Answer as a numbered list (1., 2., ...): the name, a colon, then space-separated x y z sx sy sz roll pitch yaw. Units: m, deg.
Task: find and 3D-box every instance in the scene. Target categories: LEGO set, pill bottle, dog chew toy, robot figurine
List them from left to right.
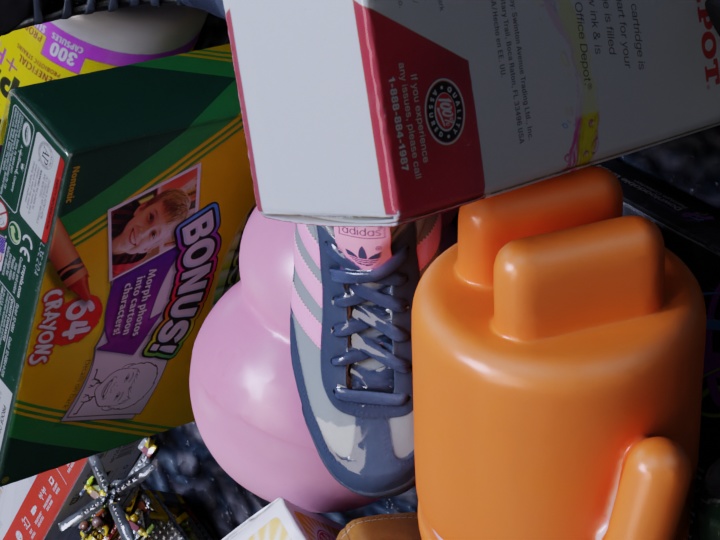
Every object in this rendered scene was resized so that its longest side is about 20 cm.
1. pill bottle: -0.155 -0.088 1.109 0.104 0.104 0.201 49 134 23
2. LEGO set: -0.123 0.203 1.138 0.153 0.116 0.201 -39 64 16
3. dog chew toy: -0.006 0.009 0.977 0.124 0.124 0.202 34 118 35
4. robot figurine: 0.077 0.061 0.837 0.143 0.117 0.202 19 129 28

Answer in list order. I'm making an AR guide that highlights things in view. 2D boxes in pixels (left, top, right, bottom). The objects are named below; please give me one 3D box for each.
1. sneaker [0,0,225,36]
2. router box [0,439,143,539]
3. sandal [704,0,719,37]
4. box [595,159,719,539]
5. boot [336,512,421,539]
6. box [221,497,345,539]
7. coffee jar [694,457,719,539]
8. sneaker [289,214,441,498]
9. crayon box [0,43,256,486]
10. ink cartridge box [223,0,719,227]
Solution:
1. sneaker: -0.097 -0.138 0.959 0.146 0.202 0.077 33 141 31
2. router box: -0.202 0.060 1.256 0.180 0.049 0.201 52 136 21
3. sandal: 0.173 -0.048 0.746 0.076 0.043 0.200 51 180 -25
4. box: 0.113 0.059 0.921 0.142 0.036 0.202 32 127 35
5. boot: 0.080 0.183 0.924 0.077 0.199 0.156 -56 41 18
6. box: -0.005 0.217 0.947 0.101 0.112 0.201 -39 61 9
7. coffee jar: 0.190 0.172 0.832 0.103 0.085 0.202 1 105 25
8. sneaker: 0.000 0.000 0.876 0.069 0.082 0.202 -3 96 5
9. crayon box: -0.102 -0.006 1.028 0.058 0.172 0.201 44 133 32
10. ink cartridge box: 0.049 -0.110 0.806 0.082 0.199 0.147 2 105 49
